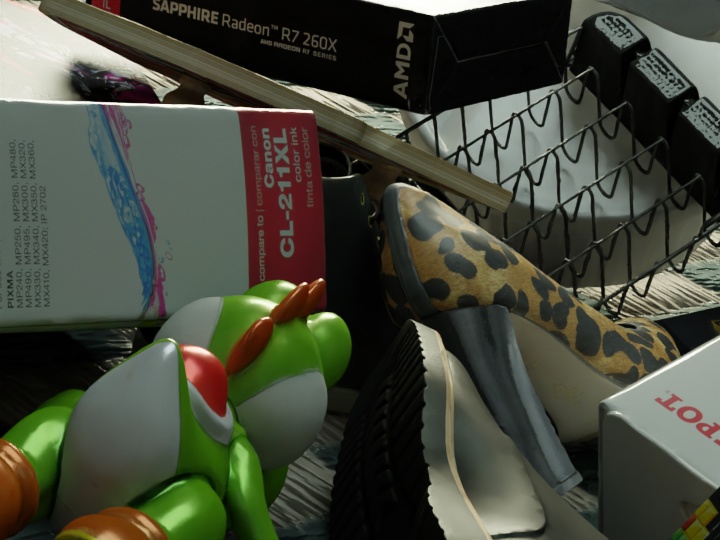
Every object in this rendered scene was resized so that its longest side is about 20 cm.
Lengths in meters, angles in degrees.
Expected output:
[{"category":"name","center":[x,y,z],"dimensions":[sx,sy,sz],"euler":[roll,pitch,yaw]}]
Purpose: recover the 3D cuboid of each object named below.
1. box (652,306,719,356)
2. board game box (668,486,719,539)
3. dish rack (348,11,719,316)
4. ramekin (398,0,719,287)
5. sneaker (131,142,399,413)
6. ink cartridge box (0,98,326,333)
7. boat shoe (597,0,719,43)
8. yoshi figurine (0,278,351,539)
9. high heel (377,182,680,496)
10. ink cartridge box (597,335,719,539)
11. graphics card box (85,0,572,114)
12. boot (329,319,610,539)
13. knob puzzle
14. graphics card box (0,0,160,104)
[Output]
[{"category":"box","center":[0.253,0.062,1.234],"dimensions":[0.198,0.050,0.200],"euler":[-13,27,-12]},{"category":"board game box","center":[0.192,0.164,0.878],"dimensions":[0.165,0.057,0.200],"euler":[38,11,-22]},{"category":"dish rack","center":[0.092,-0.032,1.310],"dimensions":[0.200,0.055,0.153],"euler":[-32,61,-18]},{"category":"ramekin","center":[0.116,-0.082,1.431],"dimensions":[0.202,0.094,0.202],"euler":[0,57,-1]},{"category":"sneaker","center":[0.000,0.000,1.155],"dimensions":[0.075,0.106,0.200],"euler":[33,21,34]},{"category":"ink cartridge box","center":[-0.131,-0.018,1.004],"dimensions":[0.146,0.083,0.200],"euler":[-2,0,38]},{"category":"boat shoe","center":[0.138,-0.163,1.391],"dimensions":[0.065,0.074,0.200],"euler":[8,25,-46]},{"category":"yoshi figurine","center":[-0.069,0.073,0.924],"dimensions":[0.112,0.112,0.200],"euler":[-15,13,33]},{"category":"high heel","center":[0.075,0.008,1.174],"dimensions":[0.143,0.071,0.200],"euler":[63,26,-4]},{"category":"ink cartridge box","center":[0.213,0.076,1.080],"dimensions":[0.200,0.084,0.145],"euler":[-26,43,-28]},{"category":"graphics card box","center":[-0.015,-0.122,1.298],"dimensions":[0.200,0.051,0.125],"euler":[17,19,32]},{"category":"boot","center":[0.069,0.106,0.996],"dimensions":[0.138,0.077,0.200],"euler":[20,30,-18]},{"category":"knob puzzle","center":[-0.058,-0.071,1.194],"dimensions":[0.220,0.030,0.220],"euler":[24,0,0]},{"category":"graphics card box","center":[-0.158,-0.076,1.273],"dimensions":[0.125,0.051,0.200],"euler":[15,19,-22]}]
